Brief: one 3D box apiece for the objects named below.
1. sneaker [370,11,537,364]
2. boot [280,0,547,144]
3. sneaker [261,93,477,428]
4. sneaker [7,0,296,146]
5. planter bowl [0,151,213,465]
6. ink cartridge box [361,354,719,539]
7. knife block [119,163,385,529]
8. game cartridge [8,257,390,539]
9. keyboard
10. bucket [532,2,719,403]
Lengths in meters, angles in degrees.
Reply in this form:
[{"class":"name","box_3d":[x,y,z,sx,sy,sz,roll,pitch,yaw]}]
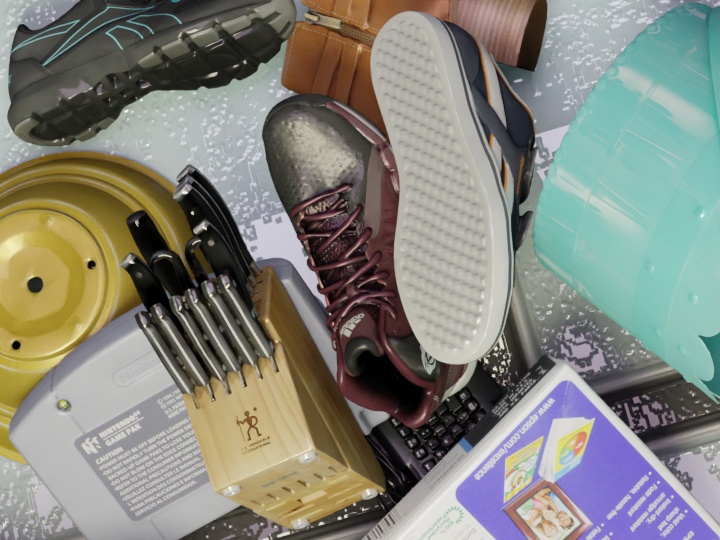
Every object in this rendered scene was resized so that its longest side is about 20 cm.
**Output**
[{"class":"sneaker","box_3d":[0.063,-0.045,1.344,0.078,0.079,0.202,-18,72,39]},{"class":"boot","box_3d":[0.018,-0.094,1.460,0.154,0.074,0.202,15,84,21]},{"class":"sneaker","box_3d":[0.000,0.000,1.353,0.075,0.116,0.201,-27,102,23]},{"class":"sneaker","box_3d":[-0.135,-0.146,1.480,0.199,0.075,0.080,-19,65,16]},{"class":"planter bowl","box_3d":[-0.188,0.016,1.458,0.198,0.083,0.202,-2,79,9]},{"class":"ink cartridge box","box_3d":[0.107,0.185,1.375,0.198,0.043,0.200,-44,106,-1]},{"class":"knife block","box_3d":[-0.064,0.042,1.344,0.064,0.200,0.177,-23,70,11]},{"class":"game cartridge","box_3d":[-0.099,0.080,1.405,0.199,0.041,0.133,-29,117,12]},{"class":"keyboard","box_3d":[0.046,0.108,1.422,0.104,0.040,0.200,-38,74,0]},{"class":"bucket","box_3d":[0.202,-0.043,1.347,0.134,0.207,0.208,35,86,22]}]
